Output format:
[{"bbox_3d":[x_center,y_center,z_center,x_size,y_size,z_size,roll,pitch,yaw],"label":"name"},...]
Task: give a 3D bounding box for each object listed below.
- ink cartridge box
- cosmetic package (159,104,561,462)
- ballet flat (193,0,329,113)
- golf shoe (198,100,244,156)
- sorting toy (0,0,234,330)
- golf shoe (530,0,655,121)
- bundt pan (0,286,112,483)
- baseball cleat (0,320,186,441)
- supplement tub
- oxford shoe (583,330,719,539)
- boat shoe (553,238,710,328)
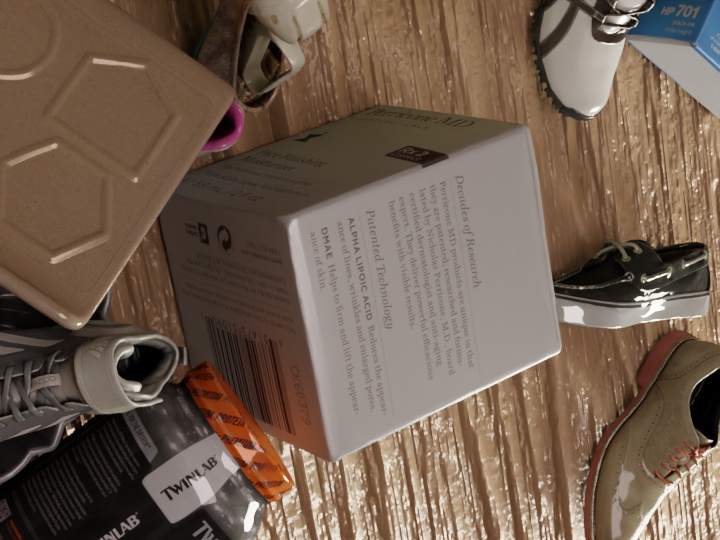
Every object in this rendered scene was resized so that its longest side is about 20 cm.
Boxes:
[{"bbox_3d":[0.316,-0.235,1.429,0.146,0.086,0.201,31,82,-37],"label":"ink cartridge box"},{"bbox_3d":[0.000,0.000,1.191,0.199,0.164,0.166,-23,113,-32],"label":"cosmetic package"},{"bbox_3d":[-0.053,-0.160,1.102,0.068,0.200,0.067,-32,78,-23],"label":"ballet flat"},{"bbox_3d":[-0.156,-0.121,1.094,0.199,0.091,0.076,18,90,-36],"label":"golf shoe"},{"bbox_3d":[-0.190,-0.085,1.017,0.185,0.036,0.201,34,57,-7],"label":"sorting toy"},{"bbox_3d":[0.185,-0.208,1.331,0.077,0.094,0.202,-4,104,-37],"label":"golf shoe"},{"bbox_3d":[-0.250,0.027,1.063,0.201,0.076,0.203,-8,105,-35],"label":"bundt pan"},{"bbox_3d":[-0.190,0.060,1.002,0.199,0.106,0.070,-18,97,-38],"label":"baseball cleat"},{"bbox_3d":[-0.147,0.152,1.105,0.199,0.123,0.123,-36,121,-1],"label":"supplement tub"},{"bbox_3d":[0.246,0.146,1.464,0.070,0.075,0.201,28,83,-38],"label":"oxford shoe"},{"bbox_3d":[0.204,0.006,1.411,0.199,0.070,0.064,-5,104,-44],"label":"boat shoe"}]
